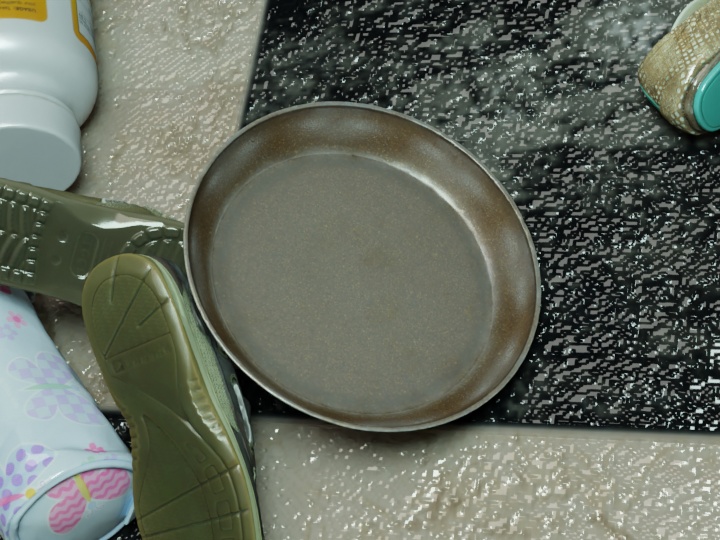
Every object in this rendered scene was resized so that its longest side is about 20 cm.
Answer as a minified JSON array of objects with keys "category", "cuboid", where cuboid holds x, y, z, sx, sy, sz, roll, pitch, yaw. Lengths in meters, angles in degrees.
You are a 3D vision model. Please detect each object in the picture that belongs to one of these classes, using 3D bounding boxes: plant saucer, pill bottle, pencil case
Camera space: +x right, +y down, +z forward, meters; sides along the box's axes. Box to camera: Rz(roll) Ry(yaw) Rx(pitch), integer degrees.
[{"category":"plant saucer","cuboid":[0.000,0.000,0.931,0.199,0.032,0.201,7,60,-13]},{"category":"pill bottle","cuboid":[-0.222,-0.144,1.070,0.111,0.111,0.201,-15,58,7]},{"category":"pencil case","cuboid":[-0.196,0.067,0.960,0.083,0.091,0.200,-54,53,24]}]

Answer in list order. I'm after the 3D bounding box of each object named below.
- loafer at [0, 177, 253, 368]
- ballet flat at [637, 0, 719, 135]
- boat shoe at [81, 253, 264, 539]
[{"category":"loafer","cuboid":[-0.133,-0.006,0.962,0.199,0.067,0.076,24,98,-11]},{"category":"ballet flat","cuboid":[0.233,-0.161,0.980,0.200,0.071,0.065,-41,44,-14]},{"category":"boat shoe","cuboid":[-0.085,0.085,0.902,0.072,0.066,0.202,-18,90,26]}]
